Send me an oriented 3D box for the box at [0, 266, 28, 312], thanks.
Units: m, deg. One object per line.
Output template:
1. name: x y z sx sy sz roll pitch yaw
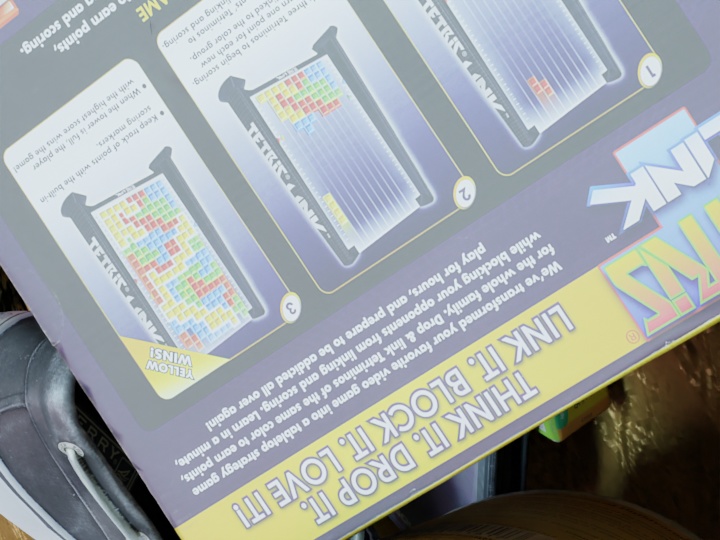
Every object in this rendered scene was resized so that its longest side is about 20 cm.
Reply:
1. box: -0.171 -0.010 1.000 0.162 0.049 0.200 61 179 14

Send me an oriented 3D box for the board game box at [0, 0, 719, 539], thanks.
1. board game box: 0.004 -0.040 0.623 0.200 0.057 0.166 -32 93 30

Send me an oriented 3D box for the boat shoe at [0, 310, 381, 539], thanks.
1. boat shoe: -0.031 0.076 0.765 0.068 0.072 0.200 -2 142 46

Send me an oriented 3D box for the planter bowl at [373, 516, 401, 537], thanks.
1. planter bowl: -0.014 0.129 0.898 0.200 0.083 0.202 1 -90 -84

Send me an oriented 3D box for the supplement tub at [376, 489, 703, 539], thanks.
1. supplement tub: 0.039 0.133 0.688 0.145 0.145 0.200 51 -164 11

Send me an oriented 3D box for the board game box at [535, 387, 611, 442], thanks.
1. board game box: 0.014 -0.052 0.743 0.095 0.030 0.201 32 148 47

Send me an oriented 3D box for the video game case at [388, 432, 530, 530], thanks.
1. video game case: 0.000 0.000 0.786 0.143 0.019 0.201 46 156 29
